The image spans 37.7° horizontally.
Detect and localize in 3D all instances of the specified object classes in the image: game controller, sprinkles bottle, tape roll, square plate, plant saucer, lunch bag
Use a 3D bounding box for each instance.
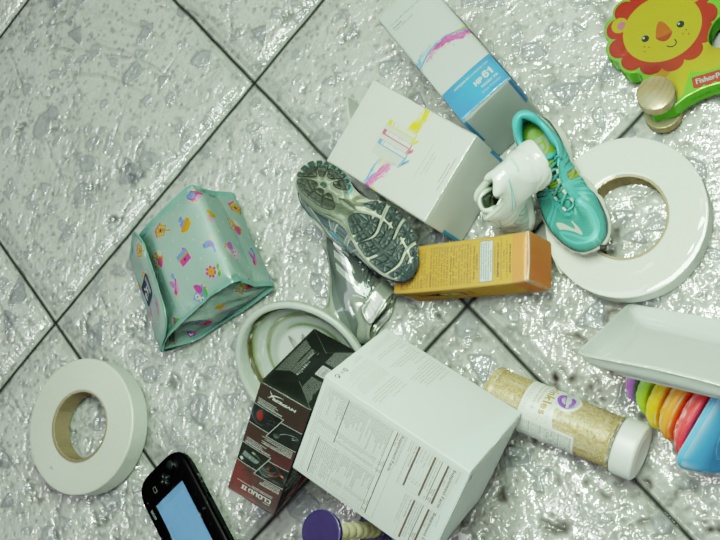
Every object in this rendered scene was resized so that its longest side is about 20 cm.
[{"bbox_3d":[-0.240,0.358,1.481,0.104,0.042,0.201,-40,64,13],"label":"game controller"},{"bbox_3d":[0.243,0.181,1.262,0.199,0.068,0.069,20,88,29],"label":"sprinkles bottle"},{"bbox_3d":[0.326,-0.061,1.290,0.201,0.037,0.205,-6,77,27],"label":"tape roll"},{"bbox_3d":[-0.412,0.235,1.589,0.201,0.037,0.205,-6,77,25],"label":"tape roll"},{"bbox_3d":[0.362,0.091,1.161,0.196,0.200,0.029,11,109,28],"label":"square plate"},{"bbox_3d":[-0.071,0.124,1.414,0.198,0.050,0.202,11,118,20],"label":"plant saucer"},{"bbox_3d":[-0.248,0.002,1.520,0.199,0.122,0.172,-34,68,25],"label":"lunch bag"}]

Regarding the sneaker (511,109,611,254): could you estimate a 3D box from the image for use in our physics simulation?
[{"bbox_3d":[0.234,-0.108,1.282,0.077,0.080,0.201,-32,66,17],"label":"sneaker"}]

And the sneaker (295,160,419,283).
[{"bbox_3d":[-0.003,-0.057,1.370,0.078,0.086,0.200,-41,78,-20],"label":"sneaker"}]

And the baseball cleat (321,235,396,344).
[{"bbox_3d":[0.000,0.000,1.432,0.105,0.070,0.202,-1,88,20],"label":"baseball cleat"}]

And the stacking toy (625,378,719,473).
[{"bbox_3d":[0.347,0.134,1.213,0.200,0.116,0.110,37,105,42],"label":"stacking toy"}]

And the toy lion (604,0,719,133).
[{"bbox_3d":[0.403,-0.280,1.292,0.198,0.069,0.194,-13,66,23],"label":"toy lion"}]

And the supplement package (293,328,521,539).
[{"bbox_3d":[0.055,0.203,1.259,0.199,0.152,0.152,31,123,18],"label":"supplement package"}]

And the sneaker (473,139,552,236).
[{"bbox_3d":[0.172,-0.086,1.285,0.080,0.201,0.071,-28,68,-12],"label":"sneaker"}]

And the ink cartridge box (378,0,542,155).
[{"bbox_3d":[0.129,-0.264,1.372,0.085,0.144,0.201,-42,64,12],"label":"ink cartridge box"}]

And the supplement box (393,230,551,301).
[{"bbox_3d":[0.139,-0.002,1.336,0.199,0.066,0.070,-9,74,35],"label":"supplement box"}]

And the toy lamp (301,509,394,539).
[{"bbox_3d":[-0.003,0.315,1.281,0.058,0.200,0.059,-7,74,26],"label":"toy lamp"}]

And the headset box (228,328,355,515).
[{"bbox_3d":[-0.086,0.198,1.338,0.075,0.149,0.201,27,122,13],"label":"headset box"}]

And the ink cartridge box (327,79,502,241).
[{"bbox_3d":[0.066,-0.148,1.389,0.199,0.128,0.126,34,95,29],"label":"ink cartridge box"}]
